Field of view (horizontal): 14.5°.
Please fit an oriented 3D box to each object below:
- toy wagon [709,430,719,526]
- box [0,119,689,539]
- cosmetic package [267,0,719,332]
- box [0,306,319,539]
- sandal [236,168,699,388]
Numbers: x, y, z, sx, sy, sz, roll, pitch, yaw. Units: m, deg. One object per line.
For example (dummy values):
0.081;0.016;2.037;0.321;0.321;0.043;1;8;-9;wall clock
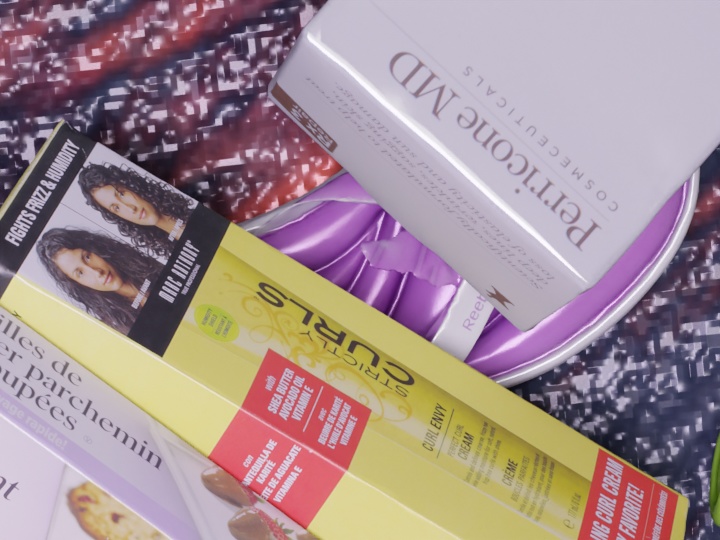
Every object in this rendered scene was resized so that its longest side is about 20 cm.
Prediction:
0.177;0.055;0.796;0.154;0.040;0.201;8;93;0;toy wagon
-0.013;0.044;0.739;0.200;0.075;0.050;32;122;-5;box
0.079;-0.091;0.752;0.102;0.074;0.200;41;76;-1;cosmetic package
-0.054;0.066;0.695;0.200;0.039;0.041;38;118;-9;box
0.003;0.007;0.788;0.202;0.050;0.083;-25;92;3;sandal
